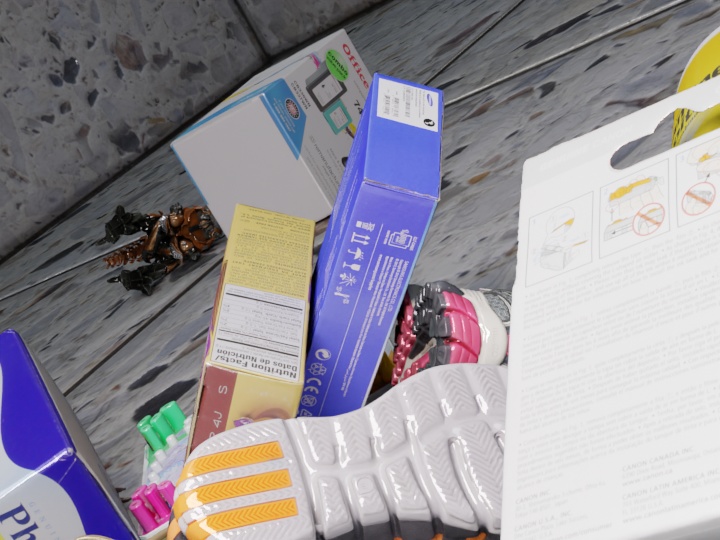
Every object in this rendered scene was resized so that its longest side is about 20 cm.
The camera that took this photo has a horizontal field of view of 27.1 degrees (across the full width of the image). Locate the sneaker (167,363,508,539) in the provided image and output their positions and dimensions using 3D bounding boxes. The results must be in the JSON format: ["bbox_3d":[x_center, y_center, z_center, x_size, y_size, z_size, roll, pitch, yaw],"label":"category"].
[{"bbox_3d":[0.013,0.105,0.652,0.197,0.078,0.113,-5,-35,-12],"label":"sneaker"}]

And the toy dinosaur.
[{"bbox_3d":[-0.236,-0.029,1.787,0.200,0.103,0.135,-45,-13,36],"label":"toy dinosaur"}]

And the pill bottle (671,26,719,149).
[{"bbox_3d":[0.200,-0.057,0.698,0.111,0.113,0.201,-25,21,25],"label":"pill bottle"}]

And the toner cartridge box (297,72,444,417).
[{"bbox_3d":[0.000,0.000,0.841,0.096,0.043,0.201,-83,8,-48],"label":"toner cartridge box"}]

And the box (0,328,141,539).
[{"bbox_3d":[-0.255,0.158,0.920,0.199,0.106,0.184,-33,31,-10],"label":"box"}]

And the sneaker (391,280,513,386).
[{"bbox_3d":[0.058,0.049,0.799,0.073,0.082,0.200,4,-2,-7],"label":"sneaker"}]

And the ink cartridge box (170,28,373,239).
[{"bbox_3d":[-0.075,-0.142,1.638,0.145,0.148,0.200,-23,16,35],"label":"ink cartridge box"}]

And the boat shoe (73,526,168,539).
[{"bbox_3d":[-0.133,0.170,0.777,0.198,0.067,0.074,-25,14,28],"label":"boat shoe"}]

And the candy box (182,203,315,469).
[{"bbox_3d":[-0.065,0.058,0.856,0.056,0.118,0.201,12,26,-5],"label":"candy box"}]

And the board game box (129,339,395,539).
[{"bbox_3d":[-0.069,0.091,1.022,0.198,0.026,0.200,-32,13,0],"label":"board game box"}]

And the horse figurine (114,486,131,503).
[{"bbox_3d":[-0.265,0.195,1.039,0.198,0.050,0.133,-16,27,43],"label":"horse figurine"}]

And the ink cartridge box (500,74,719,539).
[{"bbox_3d":[0.132,0.019,0.578,0.161,0.050,0.202,-23,42,35],"label":"ink cartridge box"}]
